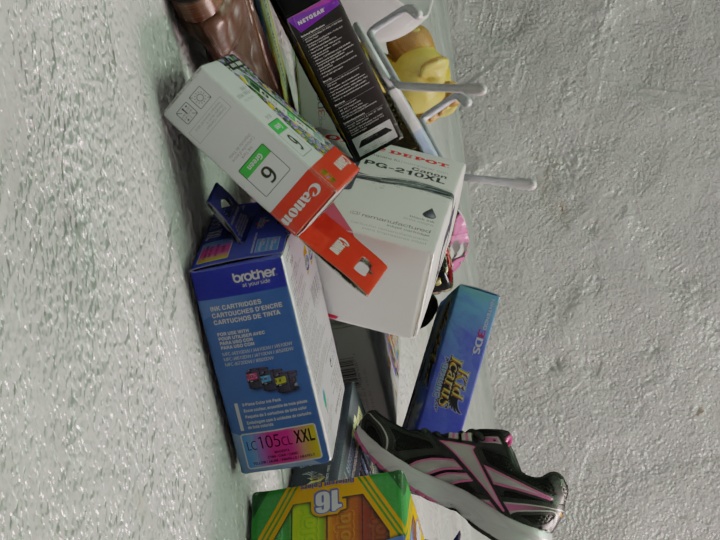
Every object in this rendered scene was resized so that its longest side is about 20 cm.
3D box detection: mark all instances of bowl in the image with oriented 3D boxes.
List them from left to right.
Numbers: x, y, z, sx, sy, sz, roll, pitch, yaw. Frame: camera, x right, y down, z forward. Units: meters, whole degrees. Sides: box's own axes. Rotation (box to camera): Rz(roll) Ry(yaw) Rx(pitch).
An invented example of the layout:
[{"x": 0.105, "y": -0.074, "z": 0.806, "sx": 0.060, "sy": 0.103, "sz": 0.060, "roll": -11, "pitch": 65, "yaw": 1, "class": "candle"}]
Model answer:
[{"x": -0.021, "y": -0.321, "z": 1.852, "sx": 0.199, "sy": 0.075, "sz": 0.200, "roll": 37, "pitch": 25, "yaw": -14, "class": "bowl"}]

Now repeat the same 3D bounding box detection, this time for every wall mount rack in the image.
[{"x": 0.073, "y": -0.142, "z": 1.564, "sx": 0.200, "sy": 0.074, "sz": 0.174, "roll": 56, "pitch": 5, "yaw": -39, "class": "wall mount rack"}]

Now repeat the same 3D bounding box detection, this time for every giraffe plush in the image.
[{"x": 0.024, "y": -0.214, "z": 1.955, "sx": 0.173, "sy": 0.161, "sz": 0.202, "roll": -60, "pitch": 140, "yaw": -77, "class": "giraffe plush"}]

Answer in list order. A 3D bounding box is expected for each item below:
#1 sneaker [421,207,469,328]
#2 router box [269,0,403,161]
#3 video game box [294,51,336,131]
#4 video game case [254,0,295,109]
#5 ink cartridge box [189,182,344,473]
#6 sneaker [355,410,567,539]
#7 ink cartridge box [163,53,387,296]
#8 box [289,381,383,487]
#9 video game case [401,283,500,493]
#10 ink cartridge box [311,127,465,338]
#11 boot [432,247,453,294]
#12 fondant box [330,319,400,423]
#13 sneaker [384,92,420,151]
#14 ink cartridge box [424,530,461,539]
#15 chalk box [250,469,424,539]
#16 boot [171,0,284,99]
[{"x": 0.043, "y": -0.020, "z": 1.760, "sx": 0.200, "sy": 0.080, "sz": 0.087, "roll": 116, "pitch": -40, "yaw": -54, "class": "sneaker"}, {"x": -0.035, "y": -0.204, "z": 1.543, "sx": 0.150, "sy": 0.051, "sz": 0.200, "roll": 63, "pitch": 0, "yaw": -32, "class": "router box"}, {"x": -0.036, "y": -0.113, "z": 1.756, "sx": 0.182, "sy": 0.046, "sz": 0.201, "roll": 83, "pitch": 2, "yaw": -65, "class": "video game box"}, {"x": -0.095, "y": -0.186, "z": 1.607, "sx": 0.182, "sy": 0.023, "sz": 0.201, "roll": -83, "pitch": 161, "yaw": -62, "class": "video game case"}, {"x": -0.071, "y": 0.032, "z": 1.346, "sx": 0.137, "sy": 0.076, "sz": 0.201, "roll": -80, "pitch": 160, "yaw": -70, "class": "ink cartridge box"}, {"x": 0.094, "y": 0.171, "z": 1.561, "sx": 0.087, "sy": 0.199, "sz": 0.080, "roll": -59, "pitch": 167, "yaw": -4, "class": "sneaker"}, {"x": -0.047, "y": -0.074, "z": 1.324, "sx": 0.200, "sy": 0.050, "sz": 0.109, "roll": 42, "pitch": 15, "yaw": -1, "class": "ink cartridge box"}, {"x": -0.010, "y": 0.216, "z": 1.600, "sx": 0.200, "sy": 0.051, "sz": 0.159, "roll": -82, "pitch": 155, "yaw": -65, "class": "box"}, {"x": 0.078, "y": 0.121, "z": 1.738, "sx": 0.181, "sy": 0.045, "sz": 0.201, "roll": 127, "pitch": -20, "yaw": -83, "class": "video game case"}, {"x": 0.001, "y": -0.037, "z": 1.491, "sx": 0.200, "sy": 0.144, "sz": 0.085, "roll": -66, "pitch": 169, "yaw": -64, "class": "ink cartridge box"}, {"x": 0.000, "y": -0.002, "z": 1.591, "sx": 0.204, "sy": 0.153, "sz": 0.074, "roll": 1, "pitch": 81, "yaw": -81, "class": "boot"}, {"x": -0.001, "y": 0.068, "z": 1.849, "sx": 0.200, "sy": 0.058, "sz": 0.145, "roll": -82, "pitch": 161, "yaw": -61, "class": "fondant box"}, {"x": 0.027, "y": -0.081, "z": 1.697, "sx": 0.201, "sy": 0.067, "sz": 0.090, "roll": -98, "pitch": -163, "yaw": -52, "class": "sneaker"}, {"x": 0.043, "y": 0.347, "z": 1.594, "sx": 0.200, "sy": 0.047, "sz": 0.199, "roll": 94, "pitch": 8, "yaw": -66, "class": "ink cartridge box"}, {"x": -0.012, "y": 0.271, "z": 1.324, "sx": 0.201, "sy": 0.124, "sz": 0.124, "roll": -92, "pitch": 170, "yaw": -45, "class": "chalk box"}, {"x": -0.097, "y": -0.211, "z": 1.459, "sx": 0.200, "sy": 0.064, "sz": 0.187, "roll": 65, "pitch": 31, "yaw": -50, "class": "boot"}]
